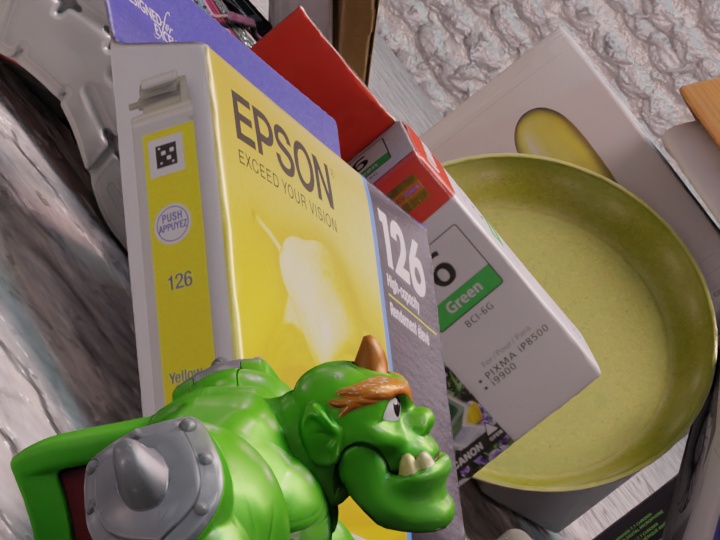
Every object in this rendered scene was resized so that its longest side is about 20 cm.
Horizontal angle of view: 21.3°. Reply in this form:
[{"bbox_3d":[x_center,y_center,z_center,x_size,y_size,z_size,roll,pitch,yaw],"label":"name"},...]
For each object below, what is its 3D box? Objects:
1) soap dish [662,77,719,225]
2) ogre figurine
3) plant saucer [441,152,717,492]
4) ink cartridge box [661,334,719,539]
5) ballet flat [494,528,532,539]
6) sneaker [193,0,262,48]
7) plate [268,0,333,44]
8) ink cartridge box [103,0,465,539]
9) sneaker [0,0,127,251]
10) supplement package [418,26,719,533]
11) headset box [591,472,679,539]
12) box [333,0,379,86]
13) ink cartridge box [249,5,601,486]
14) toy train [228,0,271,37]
[{"bbox_3d":[0.257,-0.011,1.051,0.201,0.081,0.157,59,11,23],"label":"soap dish"},{"bbox_3d":[-0.020,0.083,0.432,0.121,0.097,0.200,69,23,-3],"label":"ogre figurine"},{"bbox_3d":[0.085,0.030,0.993,0.201,0.199,0.031,56,-23,25],"label":"plant saucer"},{"bbox_3d":[0.180,0.138,0.995,0.040,0.202,0.200,14,8,4],"label":"ink cartridge box"},{"bbox_3d":[0.099,0.169,0.801,0.200,0.064,0.068,45,11,-44],"label":"ballet flat"},{"bbox_3d":[-0.057,-0.077,0.876,0.201,0.080,0.075,52,27,-6],"label":"sneaker"},{"bbox_3d":[-0.035,-0.112,1.051,0.200,0.032,0.202,-101,-167,-71],"label":"plate"},{"bbox_3d":[-0.020,0.003,0.659,0.197,0.047,0.202,34,47,-62],"label":"ink cartridge box"},{"bbox_3d":[-0.091,-0.073,0.765,0.201,0.077,0.082,53,1,-5],"label":"sneaker"},{"bbox_3d":[0.116,0.009,1.130,0.201,0.191,0.147,56,9,27],"label":"supplement package"},{"bbox_3d":[0.255,0.244,1.249,0.174,0.093,0.201,44,10,-46],"label":"headset box"},{"bbox_3d":[-0.005,-0.165,1.022,0.201,0.021,0.165,97,-7,-62],"label":"box"},{"bbox_3d":[0.000,0.000,0.817,0.200,0.109,0.050,48,8,-21],"label":"ink cartridge box"},{"bbox_3d":[-0.027,-0.073,0.930,0.200,0.034,0.046,50,27,7],"label":"toy train"}]
